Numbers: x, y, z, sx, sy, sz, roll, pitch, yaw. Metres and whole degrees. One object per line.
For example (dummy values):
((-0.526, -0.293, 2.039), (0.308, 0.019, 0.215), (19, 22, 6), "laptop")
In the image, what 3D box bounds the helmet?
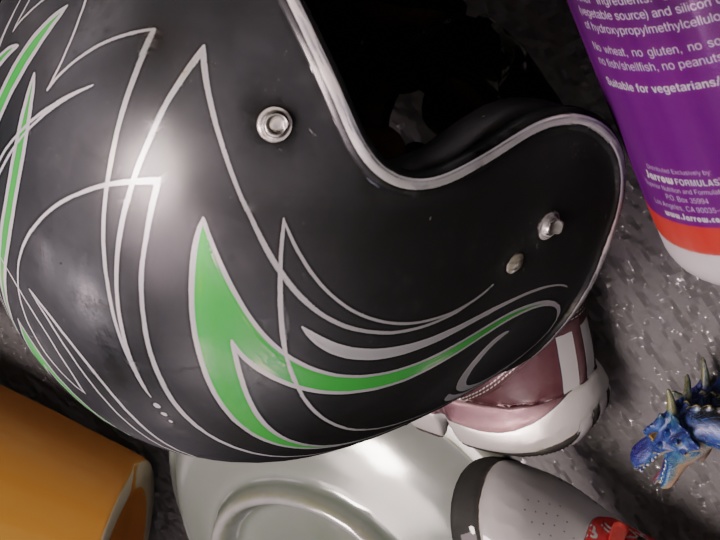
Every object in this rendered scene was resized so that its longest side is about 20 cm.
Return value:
((-0.034, -0.034, 0.751), (0.200, 0.191, 0.200), (6, 98, 57), "helmet")

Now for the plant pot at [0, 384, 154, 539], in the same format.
((-0.200, 0.124, 1.068), (0.183, 0.200, 0.200), (14, 131, 6), "plant pot")

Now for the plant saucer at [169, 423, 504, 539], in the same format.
((-0.009, 0.127, 1.020), (0.200, 0.050, 0.200), (20, 132, 23), "plant saucer")

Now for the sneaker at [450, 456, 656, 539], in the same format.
((0.131, 0.132, 0.896), (0.108, 0.067, 0.201), (-17, 127, 41), "sneaker")

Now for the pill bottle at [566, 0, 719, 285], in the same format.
((0.116, -0.101, 0.709), (0.112, 0.112, 0.200), (-6, 118, 38), "pill bottle")

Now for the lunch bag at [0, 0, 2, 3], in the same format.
((-0.203, -0.124, 0.789), (0.200, 0.170, 0.124), (20, 119, 16), "lunch bag")

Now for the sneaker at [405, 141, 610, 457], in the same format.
((0.000, 0.000, 0.908), (0.200, 0.076, 0.116), (6, 121, 19), "sneaker")

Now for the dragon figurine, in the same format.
((0.182, 0.048, 0.815), (0.099, 0.059, 0.200), (47, 136, -5), "dragon figurine")
